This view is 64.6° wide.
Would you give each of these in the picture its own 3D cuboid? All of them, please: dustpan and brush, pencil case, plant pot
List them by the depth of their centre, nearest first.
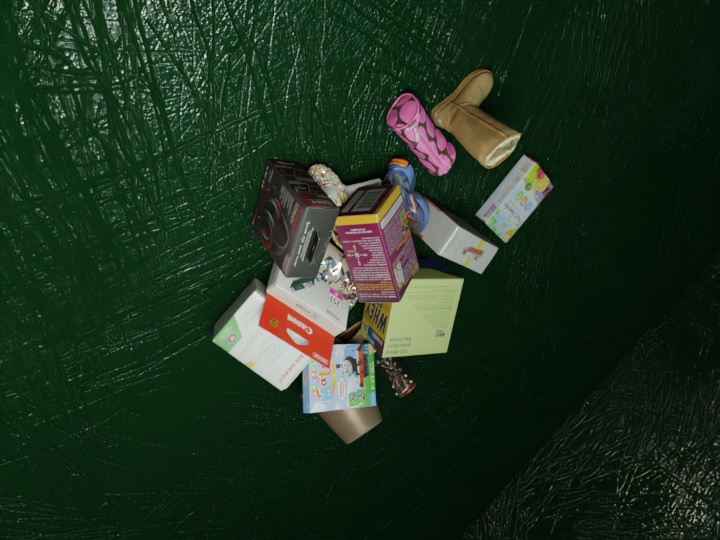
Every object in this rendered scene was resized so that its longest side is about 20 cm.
[{"bbox_3d":[0.133,-0.277,1.199,0.091,0.094,0.199,-47,140,10],"label":"pencil case"},{"bbox_3d":[-0.069,-0.008,1.226,0.199,0.078,0.090,38,92,-22],"label":"pencil case"},{"bbox_3d":[-0.016,-0.109,1.261,0.136,0.058,0.204,-14,125,-11],"label":"dustpan and brush"},{"bbox_3d":[-0.035,0.347,1.486,0.198,0.177,0.201,-31,168,-7],"label":"plant pot"}]

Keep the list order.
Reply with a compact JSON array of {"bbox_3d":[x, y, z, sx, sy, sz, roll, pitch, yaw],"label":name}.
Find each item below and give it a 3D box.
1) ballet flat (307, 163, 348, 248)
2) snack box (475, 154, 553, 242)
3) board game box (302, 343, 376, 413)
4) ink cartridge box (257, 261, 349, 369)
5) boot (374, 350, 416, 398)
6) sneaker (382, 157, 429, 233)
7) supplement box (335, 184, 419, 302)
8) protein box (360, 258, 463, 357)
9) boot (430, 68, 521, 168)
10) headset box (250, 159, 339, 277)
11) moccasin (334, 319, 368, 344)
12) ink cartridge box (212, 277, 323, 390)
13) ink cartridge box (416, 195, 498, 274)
[{"bbox_3d":[-0.048,-0.123,1.164,0.074,0.064,0.202,-26,125,3],"label":"ballet flat"},{"bbox_3d":[0.416,-0.189,1.530,0.201,0.053,0.141,-51,138,10],"label":"snack box"},{"bbox_3d":[-0.050,0.255,1.368,0.196,0.036,0.156,4,80,-38],"label":"board game box"},{"bbox_3d":[-0.114,0.084,1.212,0.199,0.176,0.043,36,131,-28],"label":"ink cartridge box"},{"bbox_3d":[0.080,0.263,1.541,0.073,0.152,0.200,-36,161,-2],"label":"boot"},{"bbox_3d":[0.094,-0.153,1.278,0.079,0.074,0.202,-53,135,-24],"label":"sneaker"},{"bbox_3d":[0.037,-0.054,1.166,0.131,0.101,0.204,-54,135,-49],"label":"supplement box"},{"bbox_3d":[0.124,0.089,1.424,0.194,0.135,0.205,0,112,-27],"label":"protein box"},{"bbox_3d":[0.262,-0.317,1.184,0.175,0.201,0.066,-42,140,1],"label":"boot"},{"bbox_3d":[-0.123,-0.093,1.070,0.074,0.201,0.151,-2,127,-36],"label":"headset box"},{"bbox_3d":[-0.058,0.196,1.472,0.198,0.073,0.079,-28,117,-16],"label":"moccasin"},{"bbox_3d":[-0.200,0.141,1.241,0.199,0.088,0.146,40,97,-20],"label":"ink cartridge box"},{"bbox_3d":[0.227,-0.085,1.400,0.198,0.145,0.084,20,110,-46],"label":"ink cartridge box"}]
